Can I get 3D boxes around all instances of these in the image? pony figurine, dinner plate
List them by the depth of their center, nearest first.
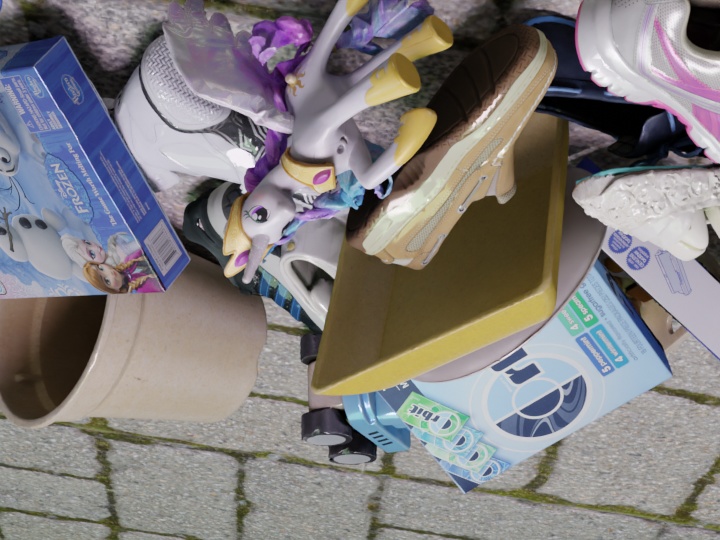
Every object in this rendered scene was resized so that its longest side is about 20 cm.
[{"bbox_3d":[-0.032,-0.109,1.062,0.166,0.194,0.200,25,129,-34],"label":"pony figurine"},{"bbox_3d":[0.092,-0.005,1.183,0.199,0.201,0.024,-18,129,40],"label":"dinner plate"}]

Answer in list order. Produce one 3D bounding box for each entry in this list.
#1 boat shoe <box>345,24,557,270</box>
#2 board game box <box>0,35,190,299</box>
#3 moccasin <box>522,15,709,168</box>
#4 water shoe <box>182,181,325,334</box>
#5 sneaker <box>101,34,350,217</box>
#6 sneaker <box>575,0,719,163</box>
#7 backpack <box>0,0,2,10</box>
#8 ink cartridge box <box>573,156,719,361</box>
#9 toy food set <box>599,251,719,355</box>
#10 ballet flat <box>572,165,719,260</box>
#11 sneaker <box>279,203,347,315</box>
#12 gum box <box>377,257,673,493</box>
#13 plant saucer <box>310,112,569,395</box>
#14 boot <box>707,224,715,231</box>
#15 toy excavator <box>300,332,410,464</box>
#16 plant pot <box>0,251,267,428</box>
[{"bbox_3d":[0.072,-0.075,1.064,0.076,0.072,0.200,28,131,-19],"label":"boat shoe"},{"bbox_3d":[-0.252,-0.069,1.220,0.198,0.043,0.201,-2,128,37],"label":"board game box"},{"bbox_3d":[0.182,-0.102,1.104,0.198,0.069,0.081,16,152,-14],"label":"moccasin"},{"bbox_3d":[-0.061,-0.003,1.361,0.079,0.072,0.200,-13,131,47],"label":"water shoe"},{"bbox_3d":[-0.098,-0.092,1.205,0.199,0.076,0.115,32,146,-27],"label":"sneaker"},{"bbox_3d":[0.235,-0.126,1.031,0.199,0.082,0.088,22,151,-25],"label":"sneaker"},{"bbox_3d":[-0.249,-0.222,0.927,0.198,0.148,0.183,-8,151,23],"label":"backpack"},{"bbox_3d":[0.232,0.005,1.220,0.200,0.094,0.044,40,98,-26],"label":"ink cartridge box"},{"bbox_3d":[0.181,0.020,1.342,0.198,0.061,0.144,15,152,-12],"label":"toy food set"},{"bbox_3d":[0.238,-0.041,1.100,0.198,0.072,0.072,-6,159,-24],"label":"ballet flat"},{"bbox_3d":[0.000,0.000,1.302,0.073,0.117,0.200,-15,146,34],"label":"sneaker"},{"bbox_3d":[0.119,0.067,1.292,0.199,0.045,0.170,-31,122,15],"label":"gum box"},{"bbox_3d":[0.068,-0.006,1.139,0.199,0.201,0.048,-26,123,31],"label":"plant saucer"},{"bbox_3d":[0.318,0.024,1.158,0.180,0.202,0.073,3,152,11],"label":"boot"},{"bbox_3d":[0.062,0.121,1.535,0.198,0.101,0.194,-9,157,20],"label":"toy excavator"},{"bbox_3d":[-0.188,0.050,1.395,0.182,0.203,0.200,17,153,-38],"label":"plant pot"}]
